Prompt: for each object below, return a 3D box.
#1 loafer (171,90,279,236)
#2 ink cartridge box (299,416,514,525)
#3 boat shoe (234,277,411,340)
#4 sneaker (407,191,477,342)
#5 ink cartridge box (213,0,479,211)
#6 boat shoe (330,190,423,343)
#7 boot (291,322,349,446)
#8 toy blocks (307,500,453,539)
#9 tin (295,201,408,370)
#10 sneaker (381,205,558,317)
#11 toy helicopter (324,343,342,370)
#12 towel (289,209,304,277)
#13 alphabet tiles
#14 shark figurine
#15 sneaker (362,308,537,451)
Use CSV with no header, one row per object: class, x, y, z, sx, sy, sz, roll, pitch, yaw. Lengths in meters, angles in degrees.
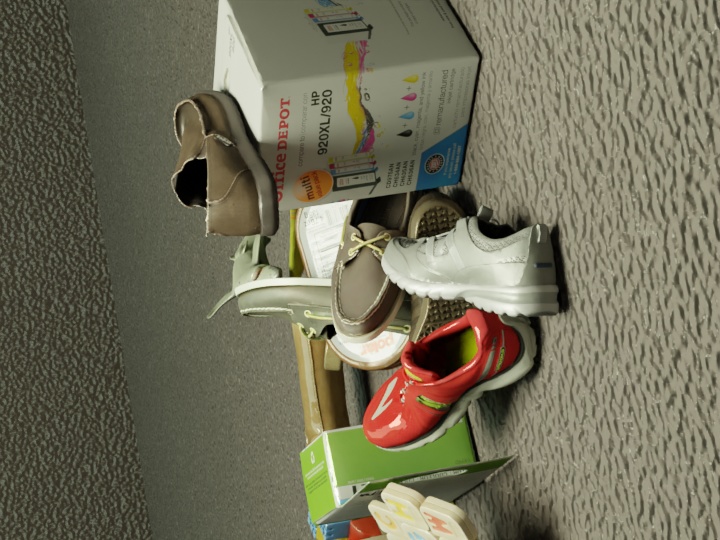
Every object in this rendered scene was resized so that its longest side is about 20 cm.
loafer,-0.129,-0.093,1.403,0.200,0.070,0.074,-127,32,-54
ink cartridge box,0.040,0.172,1.534,0.200,0.146,0.077,129,132,-65
boat shoe,-0.029,0.036,1.584,0.072,0.199,0.061,12,-103,-69
sneaker,0.077,0.028,1.510,0.076,0.069,0.203,-95,5,-76
ink cartridge box,-0.019,-0.160,1.465,0.148,0.198,0.145,97,156,-43
boat shoe,0.013,-0.027,1.525,0.060,0.071,0.202,76,-154,-51
boot,-0.037,0.137,1.867,0.175,0.065,0.203,165,97,-88
toy blocks,0.009,0.244,1.683,0.201,0.135,0.101,-116,24,-44
tin,0.000,0.000,1.629,0.111,0.042,0.202,-20,82,27
sneaker,0.096,-0.014,1.379,0.199,0.074,0.083,12,98,49
toy helicopter,-0.021,0.005,1.753,0.132,0.078,0.203,-86,2,-75
towel,-0.061,-0.071,1.699,0.201,0.018,0.087,93,-166,-54
alphabet tiles,0.091,0.264,1.437,0.194,0.015,0.201,14,143,48
shark figurine,-0.098,-0.005,1.827,0.128,0.089,0.215,-49,20,30
sneaker,0.059,0.086,1.416,0.200,0.084,0.078,-41,52,35
